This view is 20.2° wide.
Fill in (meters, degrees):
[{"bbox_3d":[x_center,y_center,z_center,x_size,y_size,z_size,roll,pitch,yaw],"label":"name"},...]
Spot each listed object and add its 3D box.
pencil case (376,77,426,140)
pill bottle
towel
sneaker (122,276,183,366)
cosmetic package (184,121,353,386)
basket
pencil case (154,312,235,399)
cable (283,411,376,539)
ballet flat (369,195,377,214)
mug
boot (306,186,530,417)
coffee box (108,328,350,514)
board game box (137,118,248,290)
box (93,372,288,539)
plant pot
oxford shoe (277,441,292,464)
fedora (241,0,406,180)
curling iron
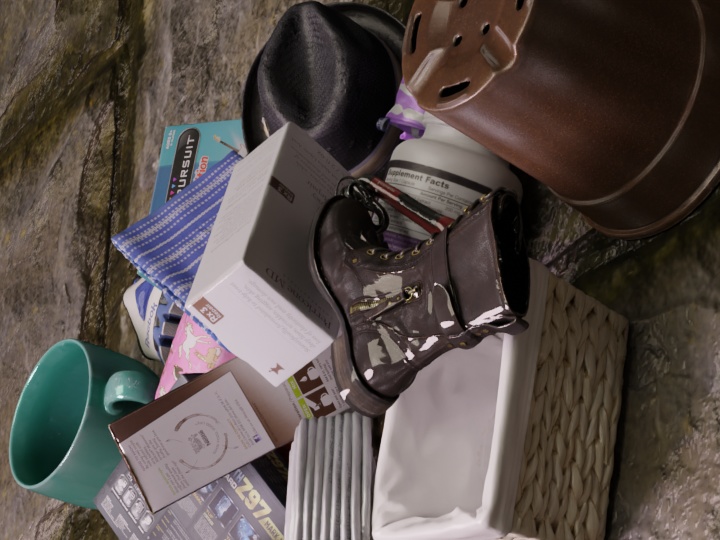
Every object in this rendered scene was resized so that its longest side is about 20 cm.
[{"bbox_3d":[0.089,-0.194,1.696,0.085,0.083,0.201,-160,93,-81],"label":"pencil case"},{"bbox_3d":[0.064,-0.037,1.603,0.111,0.111,0.201,12,81,58],"label":"pill bottle"},{"bbox_3d":[-0.107,-0.021,1.723,0.145,0.024,0.200,-38,47,-16],"label":"towel"},{"bbox_3d":[-0.181,0.003,1.976,0.115,0.080,0.201,0,73,54],"label":"sneaker"},{"bbox_3d":[-0.060,-0.016,1.568,0.074,0.102,0.201,-37,23,28],"label":"cosmetic package"},{"bbox_3d":[0.104,0.107,1.445,0.135,0.123,0.202,-16,59,51],"label":"basket"},{"bbox_3d":[-0.121,0.066,1.800,0.083,0.086,0.201,-92,19,-50],"label":"pencil case"},{"bbox_3d":[-0.026,0.206,1.524,0.200,0.069,0.202,106,167,-84],"label":"cable"},{"bbox_3d":[0.000,0.000,1.720,0.069,0.069,0.201,-43,40,34],"label":"ballet flat"},{"bbox_3d":[-0.246,0.157,1.949,0.185,0.114,0.153,23,90,58],"label":"mug"},{"bbox_3d":[0.049,-0.006,1.429,0.174,0.069,0.201,-39,48,34],"label":"boot"},{"bbox_3d":[-0.097,0.113,1.625,0.199,0.080,0.114,-27,-2,-8],"label":"coffee box"},{"bbox_3d":[-0.099,-0.063,1.852,0.199,0.047,0.152,-3,66,29],"label":"board game box"},{"bbox_3d":[-0.125,0.211,1.726,0.200,0.051,0.158,48,116,28],"label":"box"},{"bbox_3d":[0.150,-0.151,1.462,0.200,0.197,0.202,-34,45,41],"label":"plant pot"},{"bbox_3d":[-0.066,0.114,1.770,0.201,0.071,0.073,-58,-2,29],"label":"oxford shoe"},{"bbox_3d":[-0.033,-0.163,1.772,0.199,0.092,0.202,-7,66,16],"label":"fedora"},{"bbox_3d":[0.066,-0.017,1.527,0.199,0.026,0.050,27,91,16],"label":"curling iron"}]
